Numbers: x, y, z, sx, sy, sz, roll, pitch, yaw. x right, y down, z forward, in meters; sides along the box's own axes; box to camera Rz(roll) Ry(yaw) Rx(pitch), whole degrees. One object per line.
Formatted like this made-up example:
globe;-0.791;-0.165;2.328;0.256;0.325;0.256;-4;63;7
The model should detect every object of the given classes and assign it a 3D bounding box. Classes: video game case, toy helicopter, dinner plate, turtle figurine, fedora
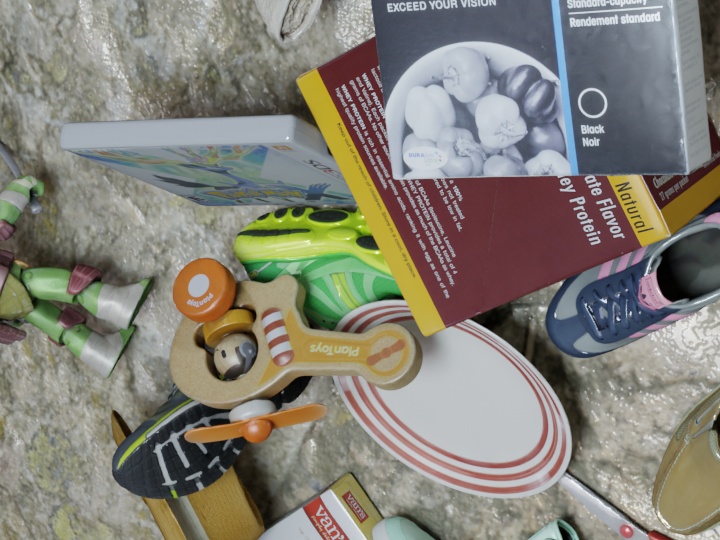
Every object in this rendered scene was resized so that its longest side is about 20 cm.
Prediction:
video game case;-0.085;-0.077;1.237;0.199;0.182;0.022;1;79;31
toy helicopter;-0.051;0.067;1.228;0.199;0.079;0.133;2;69;26
dinner plate;0.068;0.093;1.266;0.200;0.024;0.201;22;140;20
turtle figurine;-0.271;-0.007;1.435;0.193;0.200;0.144;26;98;-2
fedora;-0.133;0.184;1.386;0.201;0.082;0.201;60;169;19

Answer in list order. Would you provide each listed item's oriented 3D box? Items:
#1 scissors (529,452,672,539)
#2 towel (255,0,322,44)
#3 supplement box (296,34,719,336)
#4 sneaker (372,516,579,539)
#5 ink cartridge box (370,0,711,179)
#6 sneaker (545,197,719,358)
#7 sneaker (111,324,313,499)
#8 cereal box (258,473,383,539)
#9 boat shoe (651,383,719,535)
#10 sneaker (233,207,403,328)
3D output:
scissors;0.205;0.204;1.259;0.200;0.014;0.073;24;120;20
towel;-0.037;-0.275;1.183;0.200;0.034;0.133;-63;38;33
supplement box;0.105;-0.094;1.136;0.200;0.133;0.198;-25;94;36
sneaker;0.106;0.222;1.303;0.200;0.074;0.118;37;101;30
ink cartridge box;0.100;-0.155;1.010;0.198;0.043;0.201;0;106;30
sneaker;0.193;0.008;1.152;0.200;0.082;0.070;-36;88;36
sneaker;-0.121;0.104;1.322;0.081;0.200;0.074;13;129;42
cereal box;-0.040;0.274;1.418;0.200;0.040;0.144;-38;87;35
boat shoe;0.253;0.113;1.158;0.072;0.076;0.200;36;123;15
sneaker;0.000;0.000;1.282;0.199;0.074;0.084;7;129;31
